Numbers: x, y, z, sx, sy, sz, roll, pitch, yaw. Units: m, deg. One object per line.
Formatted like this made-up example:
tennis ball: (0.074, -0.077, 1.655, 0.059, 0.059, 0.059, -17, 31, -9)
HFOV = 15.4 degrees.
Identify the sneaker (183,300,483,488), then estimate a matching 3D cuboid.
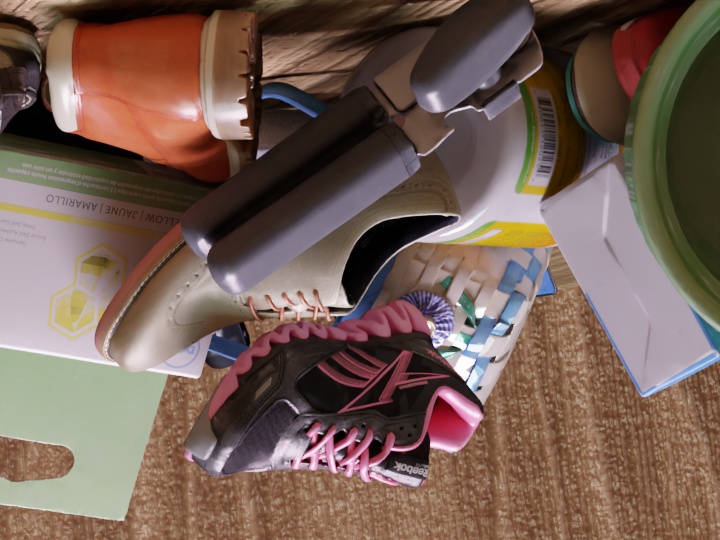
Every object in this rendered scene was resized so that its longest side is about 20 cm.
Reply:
sneaker: (-0.007, 0.078, 1.391, 0.199, 0.095, 0.079, -17, 148, -49)

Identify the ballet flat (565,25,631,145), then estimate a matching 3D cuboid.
ballet flat: (0.172, -0.105, 1.445, 0.069, 0.070, 0.200, -7, -179, 24)

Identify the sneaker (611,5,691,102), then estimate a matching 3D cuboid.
sneaker: (0.231, -0.122, 1.367, 0.199, 0.079, 0.115, -3, 158, -37)

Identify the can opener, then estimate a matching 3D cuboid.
can opener: (-0.001, -0.071, 1.278, 0.199, 0.053, 0.067, -36, 148, -6)

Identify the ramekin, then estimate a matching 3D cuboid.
ramekin: (0.221, -0.056, 1.283, 0.198, 0.202, 0.098, -5, -177, -5)

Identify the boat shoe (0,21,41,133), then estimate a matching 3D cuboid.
boat shoe: (-0.192, -0.082, 1.219, 0.073, 0.065, 0.200, -8, 176, 10)

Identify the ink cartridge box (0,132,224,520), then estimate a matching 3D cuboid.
ink cartridge box: (-0.154, 0.037, 1.384, 0.145, 0.201, 0.048, 11, -168, -26)

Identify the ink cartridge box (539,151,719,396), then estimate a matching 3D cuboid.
ink cartridge box: (0.203, -0.025, 1.419, 0.199, 0.117, 0.068, -23, 172, -41)

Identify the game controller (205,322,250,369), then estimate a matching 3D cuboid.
game controller: (-0.167, 0.015, 1.673, 0.199, 0.042, 0.104, 16, 169, 11)

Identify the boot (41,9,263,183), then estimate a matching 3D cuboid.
boot: (-0.100, -0.087, 1.312, 0.106, 0.076, 0.200, 0, 170, 2)

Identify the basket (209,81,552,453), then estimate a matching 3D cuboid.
basket: (0.000, 0.000, 1.548, 0.199, 0.177, 0.139, 26, -148, 5)

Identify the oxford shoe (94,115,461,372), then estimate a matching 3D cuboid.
oxford shoe: (-0.042, -0.002, 1.331, 0.199, 0.074, 0.071, -35, 158, 5)

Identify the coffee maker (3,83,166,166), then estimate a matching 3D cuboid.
coffee maker: (-0.202, -0.021, 1.498, 0.191, 0.136, 0.200, 15, 154, -20)

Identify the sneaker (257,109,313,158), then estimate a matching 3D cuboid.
sneaker: (-0.019, -0.036, 1.640, 0.199, 0.119, 0.074, 3, -148, -18)

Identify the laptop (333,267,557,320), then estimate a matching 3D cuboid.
laptop: (0.006, -0.031, 1.842, 0.186, 0.117, 0.200, -9, 175, 31)

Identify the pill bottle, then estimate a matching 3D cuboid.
pill bottle: (0.080, -0.068, 1.447, 0.110, 0.112, 0.200, -8, 175, 30)
